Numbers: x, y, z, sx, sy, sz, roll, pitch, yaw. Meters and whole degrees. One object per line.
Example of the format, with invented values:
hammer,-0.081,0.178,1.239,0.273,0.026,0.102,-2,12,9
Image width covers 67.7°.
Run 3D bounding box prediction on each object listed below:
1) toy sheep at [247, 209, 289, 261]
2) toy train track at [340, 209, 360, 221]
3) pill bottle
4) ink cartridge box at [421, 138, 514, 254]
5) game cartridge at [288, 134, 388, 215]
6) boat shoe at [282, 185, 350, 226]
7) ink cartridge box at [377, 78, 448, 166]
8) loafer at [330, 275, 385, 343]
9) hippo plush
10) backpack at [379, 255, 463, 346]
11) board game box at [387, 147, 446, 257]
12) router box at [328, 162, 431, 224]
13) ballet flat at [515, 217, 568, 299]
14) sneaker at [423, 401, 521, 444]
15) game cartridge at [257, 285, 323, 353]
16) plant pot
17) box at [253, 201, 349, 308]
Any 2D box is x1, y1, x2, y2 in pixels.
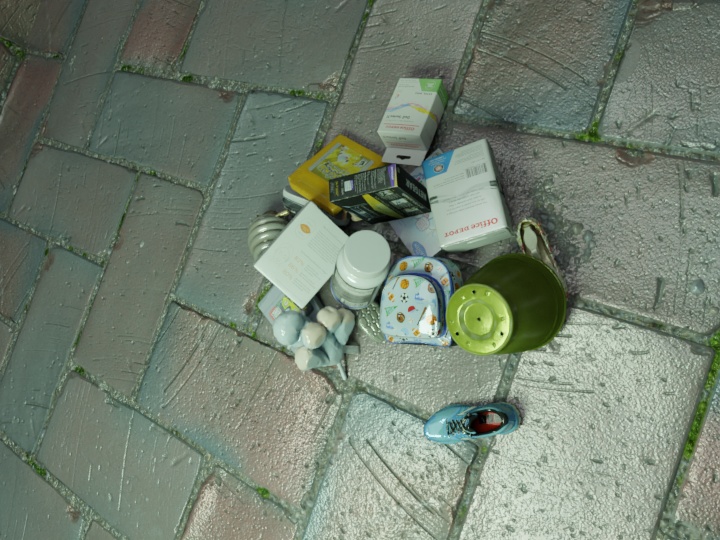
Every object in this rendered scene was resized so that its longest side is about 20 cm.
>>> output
toy sheep,-0.223,-0.075,1.375,0.137,0.138,0.201,-28,49,20
toy train track,-0.052,-0.176,1.349,0.200,0.114,0.033,51,145,38
pill bottle,0.000,0.000,1.148,0.113,0.200,0.115,3,67,-8
ink cartridge box,0.225,-0.152,1.131,0.146,0.086,0.201,-16,74,23
game cartridge,-0.058,-0.242,1.329,0.176,0.033,0.200,34,66,29
boat shoe,-0.117,-0.150,1.374,0.199,0.072,0.068,25,125,16
ink cartridge box,0.118,-0.352,1.268,0.116,0.067,0.201,12,72,29
loafer,-0.002,0.084,1.263,0.070,0.070,0.201,-29,76,-18
hippo plush,-0.106,0.136,1.235,0.160,0.200,0.160,28,92,36
backpack,0.129,0.062,1.137,0.199,0.154,0.192,1,84,27
board game box,0.165,-0.142,1.233,0.199,0.043,0.201,-40,64,14
router box,0.048,-0.160,1.160,0.156,0.200,0.053,-9,76,26
ballet flat,0.361,-0.019,1.092,0.075,0.064,0.201,-25,69,20
sneaker,0.215,0.303,1.081,0.199,0.090,0.079,-19,70,24
game cartridge,-0.166,0.104,1.358,0.133,0.041,0.200,-48,62,6
plant pot,0.260,0.075,1.017,0.199,0.192,0.202,6,100,37
box,-0.132,-0.039,1.271,0.152,0.106,0.200,43,86,-11
